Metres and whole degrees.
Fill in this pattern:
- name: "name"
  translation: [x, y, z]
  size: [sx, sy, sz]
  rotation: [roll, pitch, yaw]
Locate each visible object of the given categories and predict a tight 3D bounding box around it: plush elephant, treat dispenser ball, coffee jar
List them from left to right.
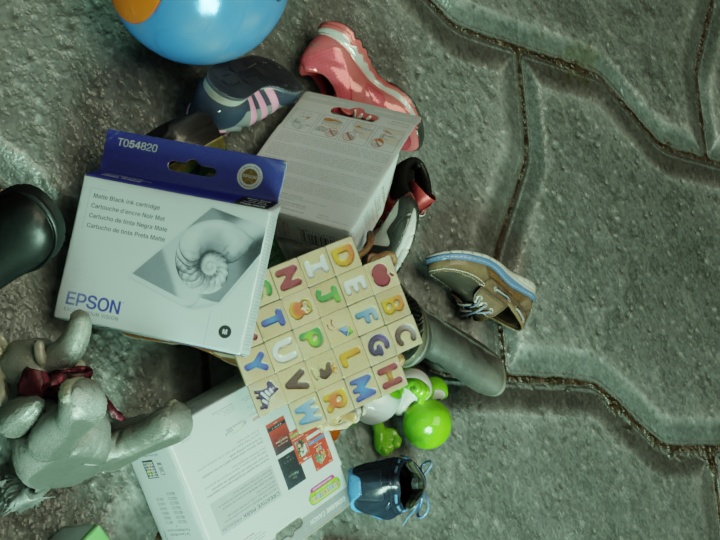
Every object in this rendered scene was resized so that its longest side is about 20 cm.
- name: "plush elephant"
  translation: [-0.277, 0.114, 1.113]
  size: [0.164, 0.199, 0.156]
  rotation: [18, 44, -52]
- name: "treat dispenser ball"
  translation: [-0.171, -0.321, 1.284]
  size: [0.200, 0.200, 0.203]
  rotation: [13, 70, -40]
- name: "coffee jar"
  translation: [-0.163, -0.066, 1.289]
  size: [0.085, 0.104, 0.201]
  rotation: [-36, 104, -37]

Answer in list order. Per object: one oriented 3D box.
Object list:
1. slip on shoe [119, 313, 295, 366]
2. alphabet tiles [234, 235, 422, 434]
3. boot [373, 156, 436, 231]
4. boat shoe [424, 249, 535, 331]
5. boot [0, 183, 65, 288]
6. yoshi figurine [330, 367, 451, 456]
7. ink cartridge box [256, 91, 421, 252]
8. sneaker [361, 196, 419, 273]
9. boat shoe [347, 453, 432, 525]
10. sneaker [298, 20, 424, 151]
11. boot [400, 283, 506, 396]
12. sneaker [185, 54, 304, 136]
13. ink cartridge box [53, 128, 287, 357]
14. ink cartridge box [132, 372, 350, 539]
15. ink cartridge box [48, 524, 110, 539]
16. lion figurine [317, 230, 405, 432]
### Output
- name: "slip on shoe"
  translation: [-0.155, 0.049, 1.254]
  size: [0.198, 0.076, 0.061]
  rotation: [11, 44, -4]
- name: "alphabet tiles"
  translation: [-0.035, 0.064, 1.237]
  size: [0.199, 0.006, 0.168]
  rotation: [-22, 92, -24]
- name: "boot"
  translation: [0.025, -0.033, 1.427]
  size: [0.072, 0.144, 0.202]
  rotation: [22, 67, -39]
- name: "boat shoe"
  translation: [0.162, 0.029, 1.586]
  size: [0.199, 0.072, 0.073]
  rotation: [21, 67, -38]
- name: "boot"
  translation: [-0.356, 0.015, 1.033]
  size: [0.074, 0.197, 0.163]
  rotation: [54, 43, -13]
- name: "yoshi figurine"
  translation: [0.040, 0.167, 1.422]
  size: [0.199, 0.112, 0.113]
  rotation: [2, 93, -45]
- name: "ink cartridge box"
  translation: [-0.037, -0.115, 1.387]
  size: [0.048, 0.159, 0.201]
  rotation: [81, 31, -46]
- name: "sneaker"
  translation: [0.000, 0.000, 1.370]
  size: [0.080, 0.074, 0.201]
  rotation: [30, 99, -1]
- name: "boat shoe"
  translation: [0.045, 0.252, 1.370]
  size: [0.200, 0.068, 0.085]
  rotation: [6, 76, -73]
- name: "sneaker"
  translation: [-0.004, -0.211, 1.513]
  size: [0.200, 0.074, 0.087]
  rotation: [47, 65, -18]
- name: "boot"
  translation: [0.102, 0.102, 1.475]
  size: [0.200, 0.072, 0.182]
  rotation: [44, 16, -29]
- name: "sneaker"
  translation: [-0.137, -0.195, 1.385]
  size: [0.070, 0.082, 0.200]
  rotation: [44, 26, 12]
- name: "ink cartridge box"
  translation: [-0.185, -0.032, 1.189]
  size: [0.041, 0.197, 0.202]
  rotation: [51, 49, -80]
- name: "ink cartridge box"
  translation: [-0.123, 0.210, 1.265]
  size: [0.199, 0.083, 0.177]
  rotation: [-26, 98, -44]
- name: "ink cartridge box"
  translation: [-0.250, 0.358, 1.108]
  size: [0.146, 0.084, 0.201]
  rotation: [-45, 109, -40]
- name: "lion figurine"
  translation: [-0.017, 0.064, 1.286]
  size: [0.122, 0.072, 0.202]
  rotation: [-11, 93, -37]
